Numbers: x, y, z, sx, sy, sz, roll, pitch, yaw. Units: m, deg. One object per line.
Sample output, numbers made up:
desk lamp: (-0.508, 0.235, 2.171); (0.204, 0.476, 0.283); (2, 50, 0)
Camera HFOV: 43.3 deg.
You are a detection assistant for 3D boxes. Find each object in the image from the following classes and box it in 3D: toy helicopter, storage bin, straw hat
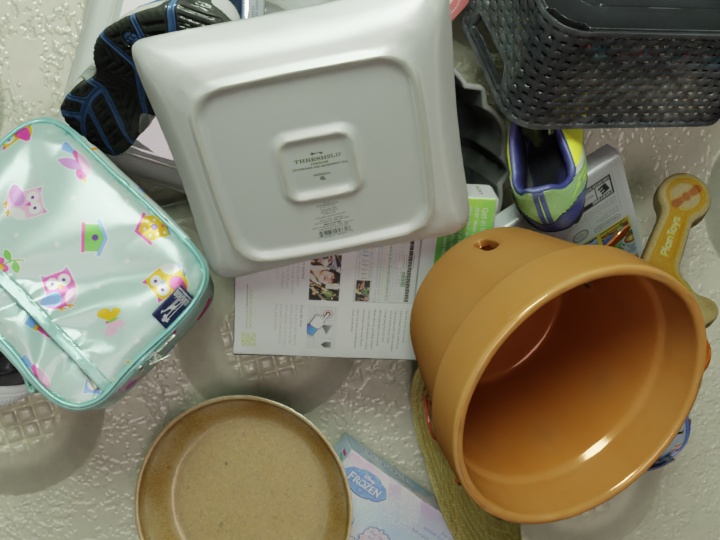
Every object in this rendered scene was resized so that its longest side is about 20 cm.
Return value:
toy helicopter: (0.235, 0.003, 0.756); (0.131, 0.079, 0.201); (21, 70, 13)
storage bin: (0.193, -0.189, 0.689); (0.198, 0.136, 0.094); (-4, 145, -18)
straw hat: (0.124, 0.164, 0.797); (0.084, 0.201, 0.203); (-15, 108, -19)

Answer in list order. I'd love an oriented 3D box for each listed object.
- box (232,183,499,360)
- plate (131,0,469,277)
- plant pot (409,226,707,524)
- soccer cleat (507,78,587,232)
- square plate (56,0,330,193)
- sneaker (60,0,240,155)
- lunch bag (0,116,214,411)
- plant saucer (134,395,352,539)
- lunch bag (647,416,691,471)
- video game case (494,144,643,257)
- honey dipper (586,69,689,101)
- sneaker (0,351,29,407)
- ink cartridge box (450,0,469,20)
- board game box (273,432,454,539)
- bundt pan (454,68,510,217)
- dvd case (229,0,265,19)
box: (0.000, 0.000, 0.710); (0.198, 0.036, 0.146); (3, 116, -4)
plate: (-0.028, -0.077, 0.605); (0.197, 0.032, 0.201); (-11, 133, 1)
plant pot: (0.125, 0.059, 0.658); (0.198, 0.140, 0.202); (-10, 119, -19)
soccer cleat: (0.146, -0.130, 0.720); (0.064, 0.084, 0.202); (-9, 65, 22)
square plate: (-0.133, -0.158, 0.742); (0.198, 0.028, 0.200); (16, 101, -14)
sneaker: (-0.144, -0.150, 0.634); (0.076, 0.199, 0.077); (44, 55, -25)
lunch bag: (-0.217, 0.002, 0.676); (0.200, 0.077, 0.160); (44, 77, 1)
plant saucer: (-0.104, 0.211, 0.821); (0.198, 0.035, 0.203); (0, 91, 6)
lunch bag: (0.221, 0.122, 0.846); (0.159, 0.076, 0.201); (-22, 121, -6)
video game case: (0.159, 0.007, 0.808); (0.199, 0.023, 0.183); (-33, 134, -1)
honey dipper: (0.254, -0.170, 0.807); (0.198, 0.038, 0.038); (-10, 107, -9)
sneaker: (-0.259, 0.012, 0.741); (0.200, 0.076, 0.114); (-41, 107, 1)
ink cartridge box: (0.034, -0.288, 0.672); (0.117, 0.068, 0.200); (-46, 137, 4)
board game box: (0.001, 0.293, 0.884); (0.199, 0.043, 0.199); (38, 96, -17)
bundt pan: (0.019, -0.085, 0.752); (0.200, 0.076, 0.204); (-8, 118, -14)
dvd case: (-0.084, -0.242, 0.645); (0.017, 0.143, 0.202); (1, 91, -16)
